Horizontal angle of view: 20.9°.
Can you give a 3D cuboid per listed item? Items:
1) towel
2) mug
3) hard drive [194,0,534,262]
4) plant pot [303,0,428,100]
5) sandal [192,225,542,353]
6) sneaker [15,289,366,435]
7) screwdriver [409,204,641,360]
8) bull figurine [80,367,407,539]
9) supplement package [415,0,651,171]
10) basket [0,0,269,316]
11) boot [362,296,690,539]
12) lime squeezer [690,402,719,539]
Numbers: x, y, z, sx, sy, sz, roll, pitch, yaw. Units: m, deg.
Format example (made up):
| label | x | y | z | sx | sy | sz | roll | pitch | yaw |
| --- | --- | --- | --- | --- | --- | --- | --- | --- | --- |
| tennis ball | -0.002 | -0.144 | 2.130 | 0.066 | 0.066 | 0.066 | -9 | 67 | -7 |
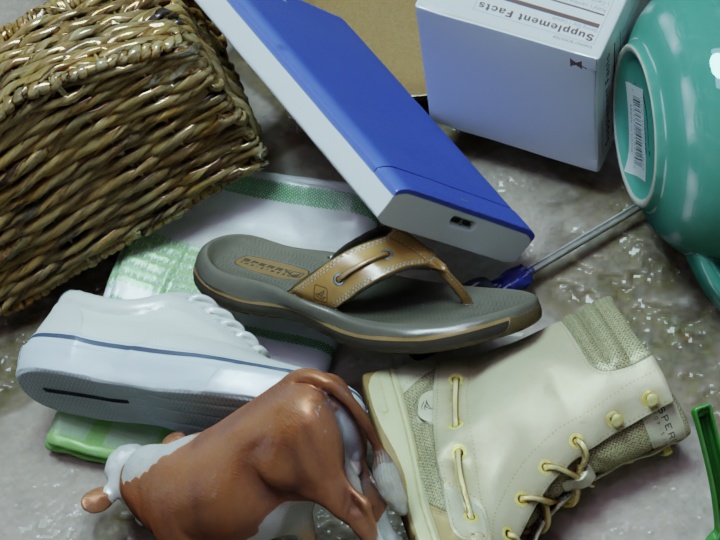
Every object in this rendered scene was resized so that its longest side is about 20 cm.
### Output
| label | x | y | z | sx | sy | sz | roll | pitch | yaw |
| --- | --- | --- | --- | --- | --- | --- | --- | --- | --- |
| towel | -0.082 | 0.026 | 1.111 | 0.148 | 0.031 | 0.201 | 9 | 59 | 19 |
| mug | 0.201 | -0.068 | 1.027 | 0.113 | 0.152 | 0.186 | -5 | 57 | -6 |
| hard drive | 0.000 | -0.088 | 1.083 | 0.025 | 0.132 | 0.200 | -51 | 55 | 18 |
| plant pot | 0.041 | -0.180 | 1.226 | 0.198 | 0.028 | 0.201 | -5 | 56 | 8 |
| sandal | 0.000 | 0.000 | 1.047 | 0.199 | 0.055 | 0.082 | 15 | 24 | 28 |
| sneaker | -0.087 | 0.047 | 1.044 | 0.199 | 0.073 | 0.071 | 11 | 60 | 16 |
| screwdriver | 0.109 | -0.005 | 1.097 | 0.199 | 0.029 | 0.028 | -28 | 55 | -13 |
| bull figurine | -0.056 | 0.120 | 0.982 | 0.122 | 0.200 | 0.065 | 55 | 46 | -2 |
| supplement package | 0.122 | -0.179 | 1.122 | 0.109 | 0.114 | 0.201 | 18 | 62 | 17 |
| basket | -0.177 | -0.101 | 1.125 | 0.199 | 0.143 | 0.149 | -29 | 48 | 7 |
| boot | 0.098 | 0.112 | 0.988 | 0.154 | 0.073 | 0.201 | -19 | 50 | -1 |
| lime squeezer | 0.197 | 0.160 | 0.939 | 0.037 | 0.071 | 0.201 | -17 | 83 | -19 |
